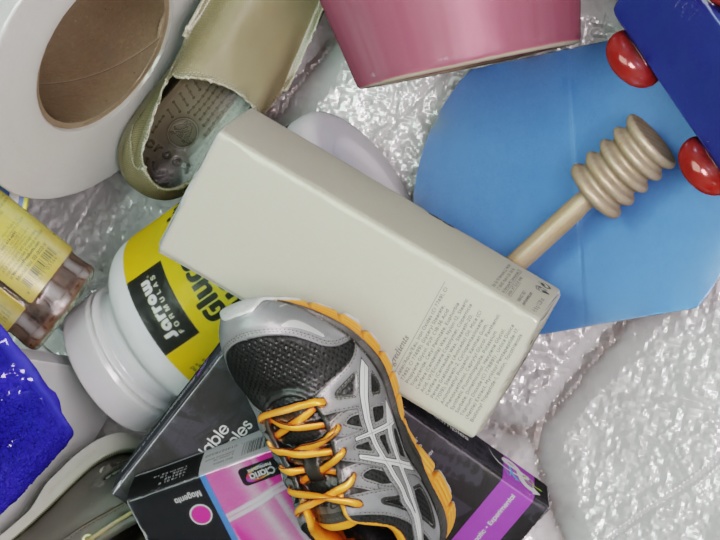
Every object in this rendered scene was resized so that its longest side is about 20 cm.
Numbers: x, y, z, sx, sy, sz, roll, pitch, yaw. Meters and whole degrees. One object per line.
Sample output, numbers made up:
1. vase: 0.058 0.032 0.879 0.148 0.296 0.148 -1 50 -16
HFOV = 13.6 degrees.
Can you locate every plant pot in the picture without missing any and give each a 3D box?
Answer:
1. plant pot: 0.041 -0.199 1.647 0.199 0.200 0.180 -10 93 28

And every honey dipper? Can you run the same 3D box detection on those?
1. honey dipper: 0.087 -0.005 1.631 0.200 0.038 0.038 -43 67 15

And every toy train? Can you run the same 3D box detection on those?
1. toy train: 0.226 -0.076 1.571 0.085 0.115 0.201 -44 71 34

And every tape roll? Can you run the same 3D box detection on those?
1. tape roll: -0.194 -0.161 1.758 0.139 0.202 0.203 34 101 28

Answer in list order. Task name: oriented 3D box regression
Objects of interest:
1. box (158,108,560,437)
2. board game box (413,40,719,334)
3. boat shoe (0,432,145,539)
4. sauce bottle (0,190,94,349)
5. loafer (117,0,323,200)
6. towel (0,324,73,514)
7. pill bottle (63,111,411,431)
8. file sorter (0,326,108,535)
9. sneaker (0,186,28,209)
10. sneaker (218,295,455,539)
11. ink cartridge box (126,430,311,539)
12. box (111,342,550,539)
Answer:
1. box: 0.000 0.000 1.603 0.199 0.068 0.082 32 110 5
2. board game box: 0.126 -0.042 1.663 0.199 0.039 0.159 -11 74 26
3. boat shoe: -0.189 0.186 1.791 0.202 0.072 0.060 -47 61 12
4. sauce bottle: -0.245 -0.039 1.727 0.200 0.065 0.065 41 106 -5
5. loafer: -0.071 -0.121 1.746 0.076 0.067 0.201 26 103 -16
6. towel: -0.256 0.101 1.604 0.200 0.148 0.049 -47 20 -23
7. pill bottle: -0.070 0.006 1.721 0.200 0.112 0.113 -35 69 21
8. file sorter: -0.264 0.077 1.772 0.124 0.200 0.139 38 102 28
9. sneaker: -0.285 -0.045 1.845 0.199 0.082 0.074 -11 72 48
10. sneaker: -0.013 0.095 1.564 0.078 0.200 0.077 -16 34 31
11. ink cartridge box: -0.043 0.186 1.649 0.094 0.037 0.201 -21 112 14
12. box: -0.016 0.120 1.659 0.200 0.036 0.143 36 108 -11
